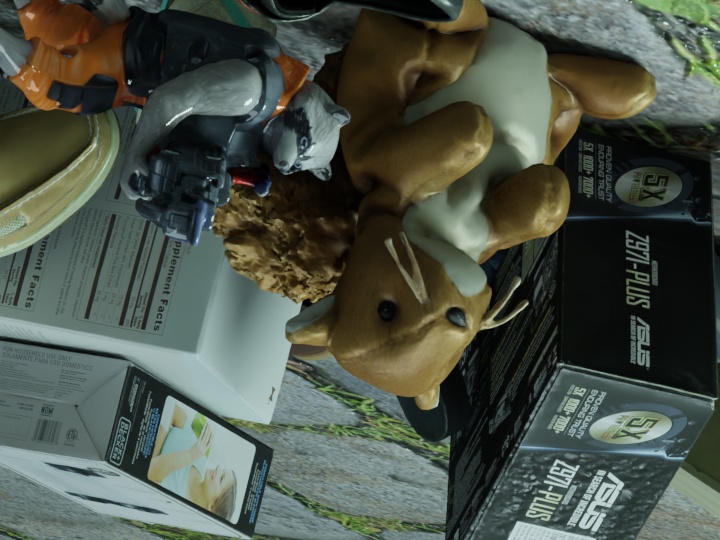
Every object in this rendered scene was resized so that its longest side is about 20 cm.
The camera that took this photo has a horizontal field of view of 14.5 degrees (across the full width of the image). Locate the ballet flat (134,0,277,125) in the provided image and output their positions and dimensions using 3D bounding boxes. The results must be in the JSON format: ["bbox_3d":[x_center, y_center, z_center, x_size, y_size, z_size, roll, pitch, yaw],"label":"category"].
[{"bbox_3d":[-0.077,-0.094,1.451,0.062,0.067,0.200,49,166,8],"label":"ballet flat"}]

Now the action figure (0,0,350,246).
[{"bbox_3d":[-0.094,-0.086,1.289,0.192,0.105,0.200,19,-168,-14],"label":"action figure"}]

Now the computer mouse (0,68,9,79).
[{"bbox_3d":[-0.208,-0.130,1.530,0.199,0.046,0.140,12,-175,27],"label":"computer mouse"}]

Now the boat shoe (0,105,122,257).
[{"bbox_3d":[-0.224,-0.040,1.537,0.199,0.072,0.076,-31,153,13],"label":"boat shoe"}]

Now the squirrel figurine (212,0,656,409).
[{"bbox_3d":[0.020,-0.028,1.384,0.141,0.188,0.199,26,161,-36],"label":"squirrel figurine"}]

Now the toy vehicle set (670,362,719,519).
[{"bbox_3d":[0.254,0.101,1.613,0.200,0.124,0.027,34,153,33],"label":"toy vehicle set"}]

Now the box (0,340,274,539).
[{"bbox_3d":[-0.146,0.101,1.665,0.116,0.061,0.200,7,165,26],"label":"box"}]

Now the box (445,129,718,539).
[{"bbox_3d":[0.114,0.056,1.499,0.086,0.164,0.200,13,137,-10],"label":"box"}]

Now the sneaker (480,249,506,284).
[{"bbox_3d":[0.127,0.022,1.686,0.199,0.075,0.084,13,171,-35],"label":"sneaker"}]

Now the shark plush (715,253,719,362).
[{"bbox_3d":[0.221,0.020,1.608,0.199,0.091,0.084,18,135,7],"label":"shark plush"}]

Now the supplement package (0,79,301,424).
[{"bbox_3d":[-0.145,-0.017,1.644,0.199,0.152,0.152,10,165,17],"label":"supplement package"}]

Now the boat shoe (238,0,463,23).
[{"bbox_3d":[-0.038,-0.147,1.265,0.200,0.063,0.074,7,166,30],"label":"boat shoe"}]

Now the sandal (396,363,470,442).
[{"bbox_3d":[0.001,0.000,1.529,0.048,0.201,0.075,-21,176,-23],"label":"sandal"}]

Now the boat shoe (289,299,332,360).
[{"bbox_3d":[-0.019,0.006,1.769,0.070,0.071,0.200,15,158,-28],"label":"boat shoe"}]
